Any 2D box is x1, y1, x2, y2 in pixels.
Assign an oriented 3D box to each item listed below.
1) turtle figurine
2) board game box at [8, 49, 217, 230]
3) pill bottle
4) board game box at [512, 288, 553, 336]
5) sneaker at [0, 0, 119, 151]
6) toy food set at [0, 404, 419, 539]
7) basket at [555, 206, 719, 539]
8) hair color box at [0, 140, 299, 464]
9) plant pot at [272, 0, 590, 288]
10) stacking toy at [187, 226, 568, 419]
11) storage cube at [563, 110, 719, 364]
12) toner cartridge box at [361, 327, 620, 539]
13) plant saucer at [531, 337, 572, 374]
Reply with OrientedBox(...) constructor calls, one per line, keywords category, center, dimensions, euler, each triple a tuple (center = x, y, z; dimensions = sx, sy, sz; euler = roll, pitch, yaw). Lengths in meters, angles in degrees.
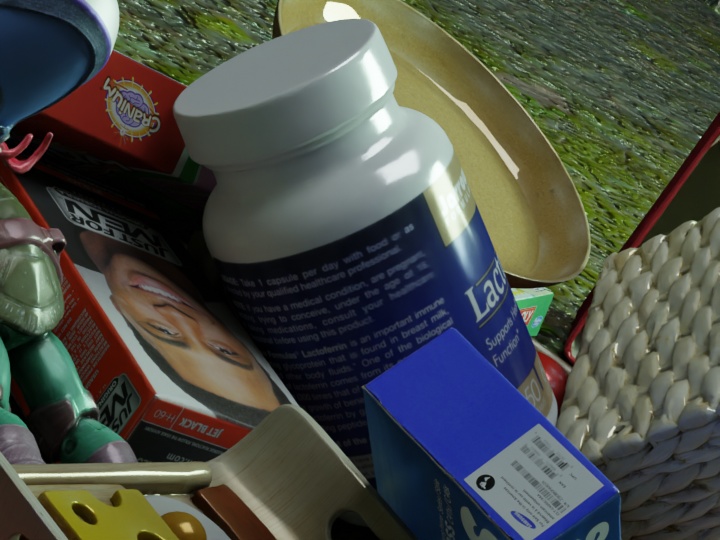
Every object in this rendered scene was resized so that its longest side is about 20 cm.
OrientedBox(category="turtle figurine", center=(-0.153, 0.016, 0.991), dimensions=(0.150, 0.101, 0.200), euler=(-3, 50, -43))
OrientedBox(category="board game box", center=(-0.138, -0.067, 1.202), dimensions=(0.153, 0.040, 0.200), euler=(4, -15, 44))
OrientedBox(category="pill bottle", center=(0.000, 0.000, 1.155), dimensions=(0.116, 0.116, 0.200), euler=(-98, 165, -69))
OrientedBox(category="board game box", center=(-0.009, -0.015, 1.417), dimensions=(0.200, 0.029, 0.135), euler=(28, 13, 19))
OrientedBox(category="sneaker", center=(-0.180, -0.027, 0.924), dimensions=(0.081, 0.200, 0.147), euler=(69, 13, -48))
OrientedBox(category="toy food set", center=(-0.039, 0.097, 0.885), dimensions=(0.144, 0.060, 0.200), euler=(48, 20, 25))
OrientedBox(category="basket", center=(0.206, 0.072, 1.216), dimensions=(0.161, 0.198, 0.200), euler=(53, 31, -20))
OrientedBox(category="hair color box", center=(-0.101, 0.030, 1.118), dimensions=(0.101, 0.061, 0.200), euler=(22, 20, -41))
OrientedBox(category="plant pot", center=(0.030, -0.064, 1.305), dimensions=(0.200, 0.027, 0.200), euler=(35, 27, -21))
OrientedBox(category="stacking toy", center=(0.017, 0.024, 1.280), dimensions=(0.200, 0.085, 0.085), euler=(31, 14, 17))
OrientedBox(category="storage cube", center=(0.239, 0.018, 1.609), dimensions=(0.171, 0.200, 0.180), euler=(35, 9, 2))
OrientedBox(category="toner cartridge box", center=(0.052, 0.118, 0.990), dimensions=(0.095, 0.043, 0.200), euler=(46, -21, 33))
OrientedBox(category="plant saucer", center=(0.082, 0.070, 1.429), dimensions=(0.200, 0.032, 0.200), euler=(32, 17, -11))
